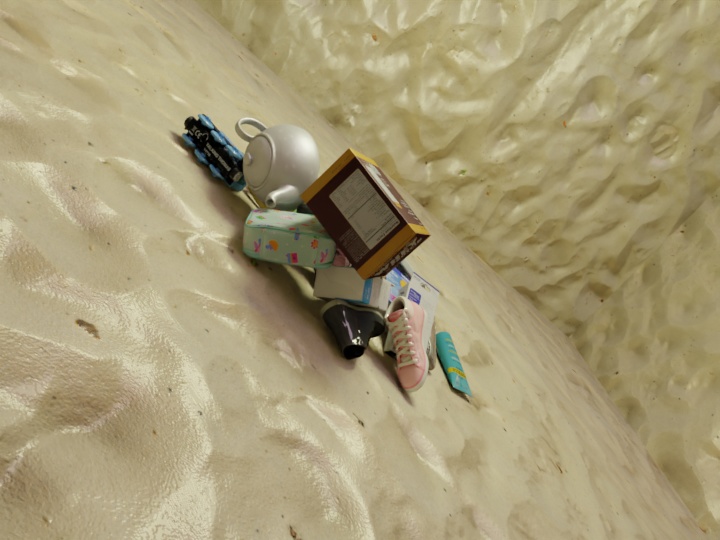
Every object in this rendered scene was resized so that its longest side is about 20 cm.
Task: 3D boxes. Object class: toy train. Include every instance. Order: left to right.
[{"bbox_3d":[-0.329,-0.275,1.548,0.200,0.087,0.114,47,7,15],"label":"toy train"}]

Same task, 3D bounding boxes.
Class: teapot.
[{"bbox_3d":[-0.193,-0.233,1.459,0.144,0.204,0.197,7,2,-41],"label":"teapot"}]

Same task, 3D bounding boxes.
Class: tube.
[{"bbox_3d":[0.234,0.241,1.714,0.076,0.051,0.202,26,27,-27],"label":"tube"}]

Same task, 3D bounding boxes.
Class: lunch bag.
[{"bbox_3d":[-0.136,-0.068,1.356,0.194,0.079,0.161,9,18,-6],"label":"lunch bag"}]

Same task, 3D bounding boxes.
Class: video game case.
[{"bbox_3d":[0.126,0.040,1.808,0.184,0.023,0.201,78,-16,-45],"label":"video game case"}]

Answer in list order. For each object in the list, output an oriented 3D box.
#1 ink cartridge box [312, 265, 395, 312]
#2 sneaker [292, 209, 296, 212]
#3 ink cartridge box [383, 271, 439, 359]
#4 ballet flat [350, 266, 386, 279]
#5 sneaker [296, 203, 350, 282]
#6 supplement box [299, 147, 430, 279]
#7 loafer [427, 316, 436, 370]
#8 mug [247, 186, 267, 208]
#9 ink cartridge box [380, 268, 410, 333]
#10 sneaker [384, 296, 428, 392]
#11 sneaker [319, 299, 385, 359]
[{"bbox_3d":[-0.007,0.043,1.423,0.113,0.069,0.199,5,-9,22],"label":"ink cartridge box"},{"bbox_3d":[-0.132,-0.124,1.569,0.199,0.083,0.078,-37,101,-53],"label":"sneaker"},{"bbox_3d":[0.120,0.115,1.531,0.099,0.039,0.204,34,58,-28],"label":"ink cartridge box"},{"bbox_3d":[0.000,0.000,1.559,0.066,0.048,0.199,18,-5,-27],"label":"ballet flat"},{"bbox_3d":[-0.087,-0.043,1.470,0.201,0.074,0.117,51,45,-34],"label":"sneaker"},{"bbox_3d":[0.016,-0.106,1.313,0.202,0.132,0.197,52,13,8],"label":"supplement box"},{"bbox_3d":[0.154,0.151,1.643,0.063,0.070,0.204,50,30,-41],"label":"loafer"},{"bbox_3d":[-0.180,-0.192,1.674,0.155,0.184,0.150,55,-15,13],"label":"mug"},{"bbox_3d":[0.068,0.056,1.636,0.136,0.076,0.202,39,25,-26],"label":"ink cartridge box"},{"bbox_3d":[0.090,0.147,1.409,0.104,0.074,0.204,40,44,-39],"label":"sneaker"},{"bbox_3d":[-0.002,0.134,1.352,0.198,0.074,0.108,21,37,-52],"label":"sneaker"}]
